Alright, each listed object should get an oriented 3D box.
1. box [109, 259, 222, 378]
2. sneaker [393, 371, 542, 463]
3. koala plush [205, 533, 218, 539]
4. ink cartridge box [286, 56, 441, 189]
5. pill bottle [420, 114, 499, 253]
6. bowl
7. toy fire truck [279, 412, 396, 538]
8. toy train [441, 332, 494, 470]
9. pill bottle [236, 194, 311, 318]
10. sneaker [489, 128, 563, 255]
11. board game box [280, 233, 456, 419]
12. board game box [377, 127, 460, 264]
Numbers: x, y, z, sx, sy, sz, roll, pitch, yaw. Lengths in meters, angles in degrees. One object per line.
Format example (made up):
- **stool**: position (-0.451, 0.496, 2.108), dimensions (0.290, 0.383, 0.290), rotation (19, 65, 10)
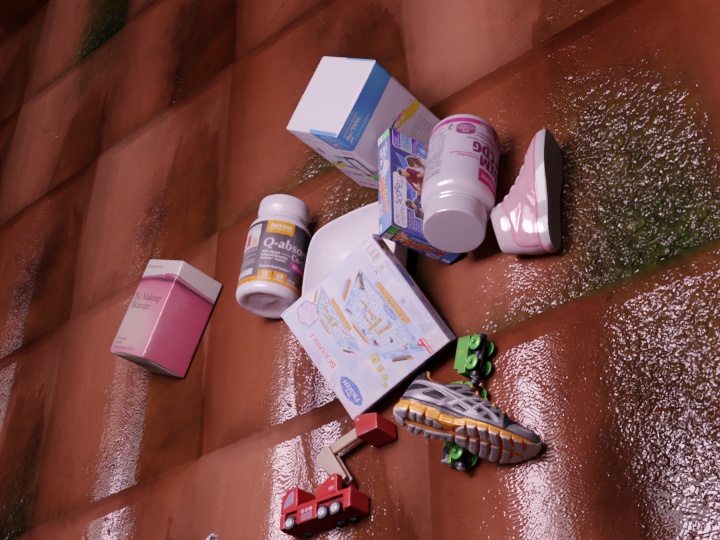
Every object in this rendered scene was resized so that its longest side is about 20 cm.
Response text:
- **box**: position (-0.375, 0.091, 1.930), dimensions (0.127, 0.109, 0.202), rotation (2, 65, 46)
- **sneaker**: position (0.146, 0.190, 1.316), dimensions (0.198, 0.079, 0.078), rotation (19, 54, 14)
- **koala plush**: position (-0.239, 0.496, 1.478), dimensions (0.178, 0.183, 0.200), rotation (-49, 28, 7)
- **ink cartridge box**: position (0.012, -0.245, 1.700), dimensions (0.146, 0.199, 0.147), rotation (18, 78, 50)
- **pill bottle**: position (0.152, -0.132, 1.527), dimensions (0.113, 0.113, 0.202), rotation (-22, 41, 34)
- **bowl**: position (0.000, 0.000, 1.641), dimensions (0.198, 0.074, 0.202), rotation (-21, 51, 35)
- **toy fire truck**: position (-0.037, 0.305, 1.484), dimensions (0.199, 0.049, 0.142), rotation (-27, 47, 32)
- **toy train**: position (0.146, 0.182, 1.394), dimensions (0.056, 0.042, 0.202), rotation (-18, 51, 49)
- **pill bottle**: position (-0.150, -0.026, 1.779), dimensions (0.116, 0.116, 0.202), rotation (-17, 53, 37)
- **sneaker**: position (0.240, -0.112, 1.472), dimensions (0.104, 0.075, 0.202), rotation (-12, 59, 34)
- **board game box**: position (0.009, 0.085, 1.513), dimensions (0.199, 0.041, 0.201), rotation (-40, 77, 18)
- **board game box**: position (0.092, -0.119, 1.579), dimensions (0.034, 0.134, 0.202), rotation (-42, 36, 43)
